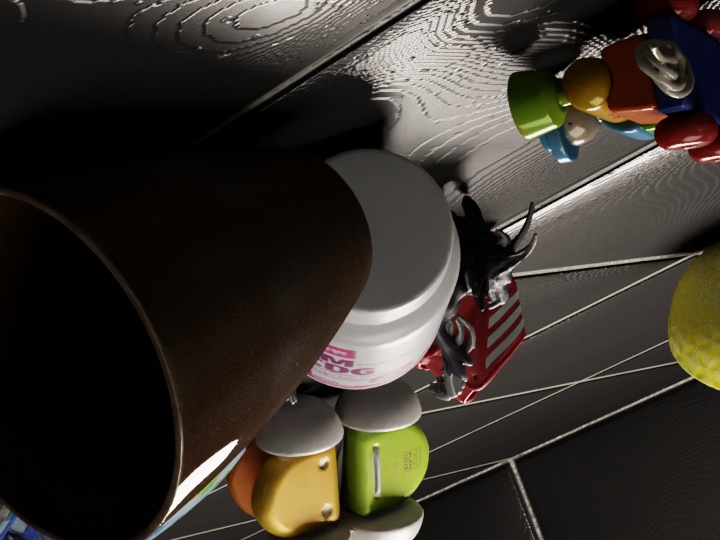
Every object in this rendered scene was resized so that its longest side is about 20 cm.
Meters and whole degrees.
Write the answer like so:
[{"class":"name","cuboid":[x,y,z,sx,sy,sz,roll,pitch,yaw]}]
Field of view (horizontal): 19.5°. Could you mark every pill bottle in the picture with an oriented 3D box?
[{"class":"pill bottle","cuboid":[0.000,0.000,1.249,0.113,0.113,0.200,-19,168,-7]}]

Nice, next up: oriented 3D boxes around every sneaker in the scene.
[{"class":"sneaker","cuboid":[0.034,0.048,1.525,0.200,0.116,0.078,-17,168,-17]}]

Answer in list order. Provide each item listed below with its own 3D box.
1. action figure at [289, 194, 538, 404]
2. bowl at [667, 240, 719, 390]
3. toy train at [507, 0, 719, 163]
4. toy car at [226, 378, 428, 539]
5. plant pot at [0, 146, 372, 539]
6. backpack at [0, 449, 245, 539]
[{"class":"action figure","cuboid":[0.035,0.020,1.412,0.200,0.119,0.102,-18,133,14]},{"class":"bowl","cuboid":[0.384,0.015,1.953,0.200,0.200,0.108,-18,126,-10]},{"class":"toy train","cuboid":[0.129,-0.100,1.123,0.116,0.085,0.200,-11,173,23]},{"class":"toy car","cuboid":[-0.035,0.187,2.025,0.200,0.175,0.150,-14,-158,-30]},{"class":"plant pot","cuboid":[-0.091,0.014,1.056,0.200,0.187,0.187,-29,178,-44]},{"class":"backpack","cuboid":[-0.160,0.096,1.301,0.183,0.147,0.200,-34,168,-29]}]
